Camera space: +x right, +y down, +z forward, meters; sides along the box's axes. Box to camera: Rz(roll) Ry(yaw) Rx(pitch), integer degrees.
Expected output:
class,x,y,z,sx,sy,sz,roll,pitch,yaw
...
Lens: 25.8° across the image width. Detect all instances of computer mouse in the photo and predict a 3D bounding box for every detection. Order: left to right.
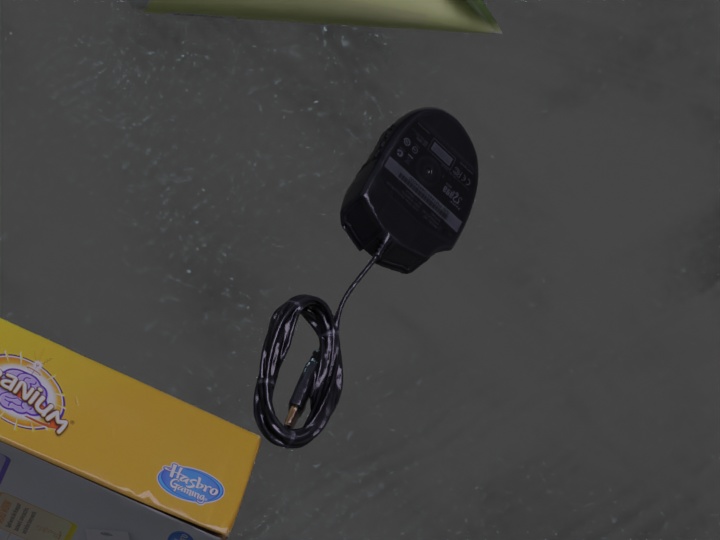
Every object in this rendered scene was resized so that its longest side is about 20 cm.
class,x,y,z,sx,sy,sz,roll,pitch,yaw
computer mouse,0.000,0.000,0.742,0.059,0.034,0.201,43,57,-17

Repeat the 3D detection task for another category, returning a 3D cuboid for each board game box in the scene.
class,x,y,z,sx,sy,sz,roll,pitch,yaw
board game box,-0.151,0.066,0.553,0.198,0.153,0.041,26,52,-9

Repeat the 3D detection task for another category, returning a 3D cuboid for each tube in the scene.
class,x,y,z,sx,sy,sz,roll,pitch,yaw
tube,-0.023,-0.154,0.809,0.198,0.052,0.059,0,89,-30
